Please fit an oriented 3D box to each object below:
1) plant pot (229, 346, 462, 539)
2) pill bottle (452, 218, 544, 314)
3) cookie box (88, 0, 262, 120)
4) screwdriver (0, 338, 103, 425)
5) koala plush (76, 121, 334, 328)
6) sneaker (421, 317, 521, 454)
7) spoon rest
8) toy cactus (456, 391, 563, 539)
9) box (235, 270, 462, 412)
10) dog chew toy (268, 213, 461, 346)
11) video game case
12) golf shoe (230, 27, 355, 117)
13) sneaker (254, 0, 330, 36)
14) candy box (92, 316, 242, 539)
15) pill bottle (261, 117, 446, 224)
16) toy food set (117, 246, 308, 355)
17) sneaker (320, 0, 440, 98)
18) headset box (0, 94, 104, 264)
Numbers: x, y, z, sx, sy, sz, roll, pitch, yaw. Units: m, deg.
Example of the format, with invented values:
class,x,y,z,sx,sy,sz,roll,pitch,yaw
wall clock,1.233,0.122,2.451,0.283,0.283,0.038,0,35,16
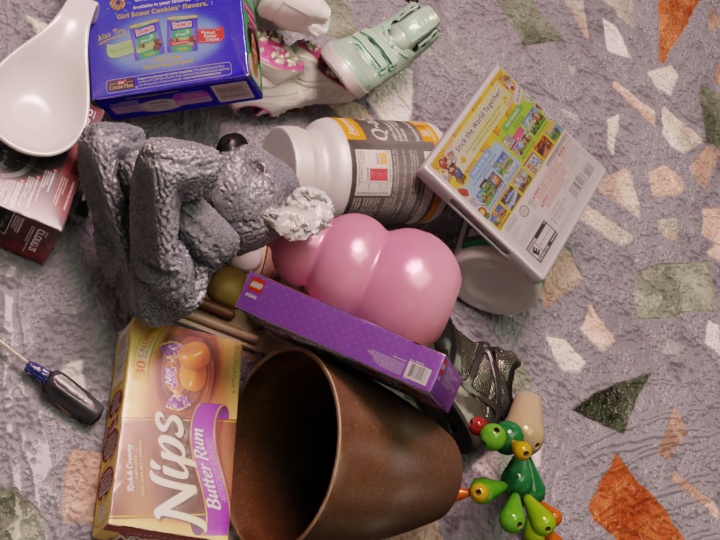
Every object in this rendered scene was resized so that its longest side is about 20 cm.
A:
class,x,y,z,sx,sy,sz,roll,pitch,yaw
plant pot,-0.002,0.184,1.157,0.198,0.186,0.190,15,58,-37
pill bottle,0.177,-0.059,1.414,0.112,0.113,0.202,30,55,-14
cookie box,-0.197,-0.274,1.258,0.168,0.075,0.204,-7,79,5
screwdriver,-0.321,0.078,1.105,0.199,0.028,0.029,35,82,-9
koala plush,-0.139,-0.056,1.138,0.198,0.176,0.187,-18,113,-36
sneaker,0.102,0.089,1.320,0.113,0.076,0.201,-26,83,-40
spoon rest,-0.292,-0.194,1.142,0.098,0.061,0.202,23,54,-17
toy cactus,0.159,0.205,1.255,0.201,0.101,0.167,53,37,-34
box,-0.007,0.068,1.121,0.197,0.137,0.040,23,81,15
dog chew toy,0.000,0.000,1.213,0.197,0.125,0.126,24,55,0
video game case,0.174,-0.110,1.353,0.182,0.023,0.201,42,53,-7
golf shoe,-0.080,-0.215,1.375,0.199,0.092,0.076,7,43,-52
sneaker,-0.075,-0.293,1.354,0.087,0.200,0.076,22,100,-12
candy box,-0.178,0.156,1.129,0.115,0.056,0.203,16,58,-23
pill bottle,-0.005,-0.109,1.330,0.197,0.116,0.118,-2,66,-31
toy food set,-0.140,-0.011,1.234,0.198,0.060,0.145,23,57,-20
sneaker,0.029,-0.264,1.377,0.074,0.118,0.200,51,21,-2
headset box,-0.347,-0.111,1.153,0.198,0.077,0.151,23,56,-20
